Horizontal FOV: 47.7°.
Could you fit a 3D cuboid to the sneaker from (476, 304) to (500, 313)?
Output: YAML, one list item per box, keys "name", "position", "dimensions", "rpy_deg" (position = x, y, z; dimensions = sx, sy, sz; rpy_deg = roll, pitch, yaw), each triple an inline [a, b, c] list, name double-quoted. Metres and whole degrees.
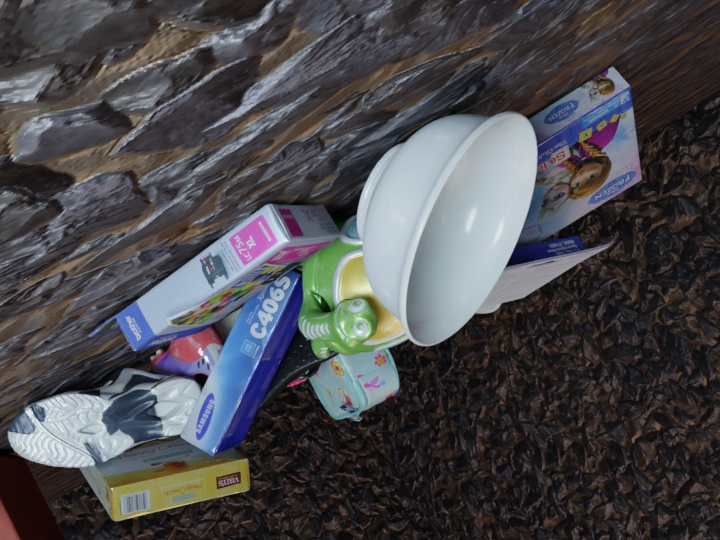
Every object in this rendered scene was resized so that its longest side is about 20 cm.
- name: "sneaker"
  position: [0.139, -0.008, 1.249]
  dimensions: [0.084, 0.199, 0.075]
  rpy_deg: [-38, 151, -46]

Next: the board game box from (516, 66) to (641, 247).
- name: "board game box"
  position: [0.246, -0.124, 1.007]
  dimensions: [0.199, 0.041, 0.200]
  rpy_deg: [-32, 146, 6]

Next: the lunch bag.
- name: "lunch bag"
  position: [-0.037, 0.099, 1.062]
  dimensions: [0.077, 0.201, 0.160]
  rpy_deg: [-26, 175, -27]

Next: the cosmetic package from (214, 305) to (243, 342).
- name: "cosmetic package"
  position: [-0.149, 0.101, 1.064]
  dimensions: [0.103, 0.088, 0.200]
  rpy_deg: [-30, 173, -27]

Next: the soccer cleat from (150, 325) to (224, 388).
- name: "soccer cleat"
  position: [-0.200, 0.114, 0.960]
  dimensions: [0.066, 0.077, 0.200]
  rpy_deg: [-26, 171, -29]

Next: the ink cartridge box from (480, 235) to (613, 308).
- name: "ink cartridge box"
  position: [0.188, 0.002, 1.049]
  dimensions: [0.198, 0.041, 0.200]
  rpy_deg: [-11, 164, -31]

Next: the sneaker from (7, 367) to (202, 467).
- name: "sneaker"
  position: [-0.277, 0.156, 0.894]
  dimensions: [0.198, 0.080, 0.129]
  rpy_deg: [-17, -178, -22]

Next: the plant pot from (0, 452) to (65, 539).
- name: "plant pot"
  position: [-0.458, 0.325, 0.939]
  dimensions: [0.199, 0.201, 0.177]
  rpy_deg: [-28, 161, -24]

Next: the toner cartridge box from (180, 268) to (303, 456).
- name: "toner cartridge box"
  position: [-0.113, 0.089, 0.855]
  dimensions: [0.201, 0.043, 0.095]
  rpy_deg: [-64, 169, 0]

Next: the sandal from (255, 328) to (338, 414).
- name: "sandal"
  position: [-0.085, 0.104, 0.953]
  dimensions: [0.199, 0.075, 0.045]
  rpy_deg: [-37, 156, -15]

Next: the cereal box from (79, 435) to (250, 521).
- name: "cereal box"
  position: [-0.222, 0.209, 0.892]
  dimensions: [0.143, 0.040, 0.199]
  rpy_deg: [-7, -172, -29]

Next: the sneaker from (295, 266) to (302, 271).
- name: "sneaker"
  position: [0.000, 0.000, 0.960]
  dimensions: [0.199, 0.080, 0.077]
  rpy_deg: [-26, -179, -16]

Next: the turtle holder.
- name: "turtle holder"
  position: [0.008, 0.009, 0.791]
  dimensions: [0.131, 0.142, 0.185]
  rpy_deg: [-7, 169, 25]

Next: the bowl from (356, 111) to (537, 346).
- name: "bowl"
  position: [0.060, -0.047, 0.680]
  dimensions: [0.201, 0.090, 0.202]
  rpy_deg: [-39, 143, -37]

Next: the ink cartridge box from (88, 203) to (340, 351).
- name: "ink cartridge box"
  position: [-0.120, 0.011, 0.693]
  dimensions: [0.199, 0.042, 0.119]
  rpy_deg: [-31, 174, 18]
